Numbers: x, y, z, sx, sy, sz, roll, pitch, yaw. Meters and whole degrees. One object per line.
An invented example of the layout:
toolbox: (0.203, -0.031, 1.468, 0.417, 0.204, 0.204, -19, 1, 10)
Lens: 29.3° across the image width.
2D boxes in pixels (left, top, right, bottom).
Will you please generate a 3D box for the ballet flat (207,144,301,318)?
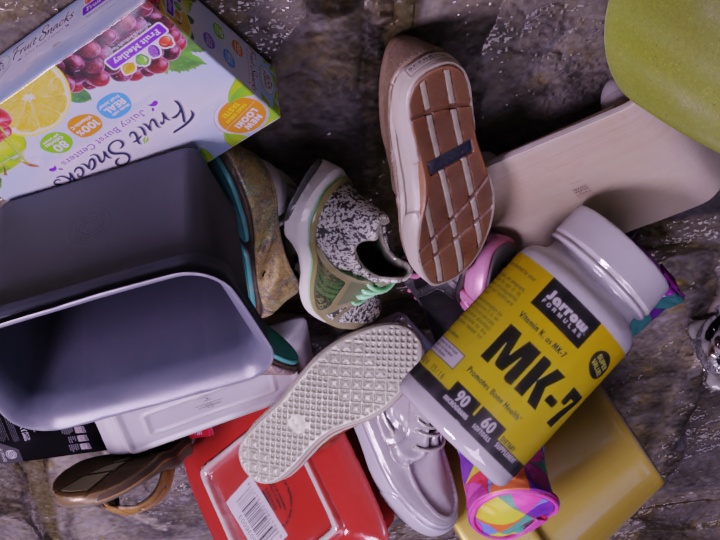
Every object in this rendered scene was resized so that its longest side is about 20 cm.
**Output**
ballet flat: (-0.076, -0.040, 1.067, 0.070, 0.071, 0.201, -8, 142, -2)

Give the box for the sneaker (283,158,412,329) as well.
sneaker: (0.000, 0.000, 1.081, 0.077, 0.088, 0.201, -52, 154, -17)

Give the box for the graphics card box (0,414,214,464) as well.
graphics card box: (-0.235, 0.110, 1.224, 0.197, 0.051, 0.126, -9, 143, -5)

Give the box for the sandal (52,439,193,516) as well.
sandal: (-0.204, 0.190, 1.240, 0.079, 0.055, 0.200, -6, -178, 16)

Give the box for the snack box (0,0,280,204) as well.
snack box: (-0.175, -0.111, 0.952, 0.199, 0.053, 0.142, -28, 140, 24)

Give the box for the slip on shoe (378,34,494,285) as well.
slip on shoe: (0.049, -0.080, 1.010, 0.075, 0.061, 0.201, -28, 134, -15)

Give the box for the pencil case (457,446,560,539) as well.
pencil case: (0.128, 0.141, 1.238, 0.087, 0.202, 0.089, -1, 137, -1)

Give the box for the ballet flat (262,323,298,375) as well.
ballet flat: (-0.143, 0.043, 1.118, 0.199, 0.068, 0.067, 35, 107, -17)

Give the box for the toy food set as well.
toy food set: (0.170, -0.085, 1.075, 0.198, 0.061, 0.143, -21, 142, 27)

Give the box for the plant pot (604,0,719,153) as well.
plant pot: (0.284, -0.131, 0.874, 0.185, 0.201, 0.189, -14, 131, -17)

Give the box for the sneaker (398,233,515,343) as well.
sneaker: (0.074, 0.015, 1.173, 0.094, 0.080, 0.201, 23, 153, 11)

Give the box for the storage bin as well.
storage bin: (-0.164, 0.011, 0.956, 0.198, 0.136, 0.146, -15, 141, 12)

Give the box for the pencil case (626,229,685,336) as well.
pencil case: (0.177, 0.055, 1.165, 0.200, 0.092, 0.085, -41, 103, -6)

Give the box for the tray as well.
tray: (-0.132, 0.107, 1.189, 0.198, 0.022, 0.108, -19, 143, -8)

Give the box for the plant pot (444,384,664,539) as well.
plant pot: (0.184, 0.204, 1.341, 0.188, 0.202, 0.201, -33, 139, 6)

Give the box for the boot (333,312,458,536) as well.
boot: (0.049, 0.136, 1.214, 0.095, 0.201, 0.073, -29, -178, 45)

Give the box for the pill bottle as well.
pill bottle: (0.134, 0.055, 1.054, 0.200, 0.114, 0.114, -48, 137, -1)

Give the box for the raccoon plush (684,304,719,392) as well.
raccoon plush: (0.406, 0.071, 1.301, 0.199, 0.098, 0.134, 21, 141, -35)

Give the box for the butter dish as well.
butter dish: (-0.044, 0.211, 1.321, 0.199, 0.201, 0.147, -39, 158, 30)

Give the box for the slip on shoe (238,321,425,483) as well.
slip on shoe: (-0.023, 0.111, 1.187, 0.200, 0.074, 0.061, -42, 172, 22)
